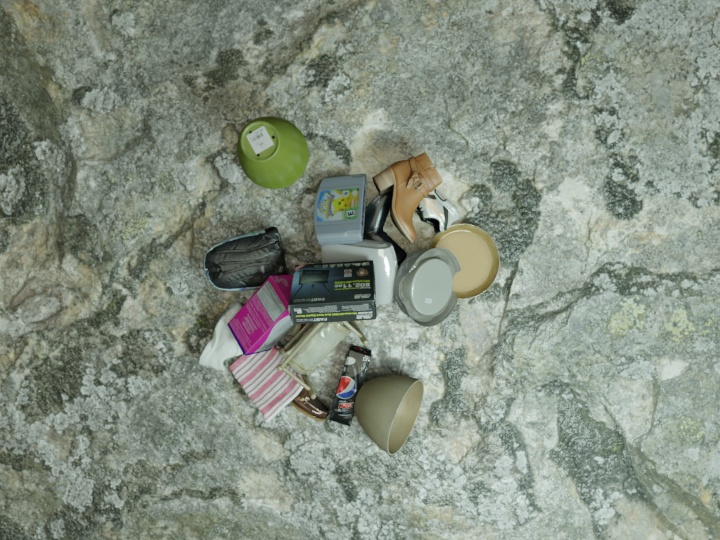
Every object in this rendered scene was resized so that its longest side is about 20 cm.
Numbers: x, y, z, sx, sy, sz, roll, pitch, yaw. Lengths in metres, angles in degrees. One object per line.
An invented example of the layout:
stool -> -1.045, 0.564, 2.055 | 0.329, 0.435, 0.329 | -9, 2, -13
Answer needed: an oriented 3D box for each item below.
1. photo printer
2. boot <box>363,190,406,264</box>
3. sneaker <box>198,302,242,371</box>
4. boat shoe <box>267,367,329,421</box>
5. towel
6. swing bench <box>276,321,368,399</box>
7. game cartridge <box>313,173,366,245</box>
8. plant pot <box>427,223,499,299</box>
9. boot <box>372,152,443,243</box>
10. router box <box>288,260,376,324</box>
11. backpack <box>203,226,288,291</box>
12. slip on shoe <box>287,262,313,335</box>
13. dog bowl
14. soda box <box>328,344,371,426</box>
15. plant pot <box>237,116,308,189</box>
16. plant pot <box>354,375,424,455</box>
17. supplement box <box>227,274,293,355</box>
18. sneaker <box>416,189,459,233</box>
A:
photo printer -> 0.000, 0.000, 1.358 | 0.199, 0.069, 0.168 | 8, 114, 22
boot -> 0.065, -0.097, 1.393 | 0.168, 0.076, 0.200 | 44, 100, 1
sneaker -> -0.351, 0.181, 1.426 | 0.099, 0.078, 0.201 | 28, 103, -8
boat shoe -> -0.164, 0.329, 1.428 | 0.199, 0.070, 0.071 | 32, 99, -1
towel -> -0.250, 0.280, 1.402 | 0.146, 0.030, 0.200 | -46, 61, 3
swing bench -> -0.101, 0.184, 1.350 | 0.130, 0.200, 0.199 | 42, 93, -12
game cartridge -> -0.054, -0.159, 1.355 | 0.132, 0.041, 0.201 | -6, 60, 16
plant pot -> 0.272, -0.024, 1.424 | 0.198, 0.027, 0.202 | 0, 95, 0
boot -> 0.138, -0.184, 1.320 | 0.154, 0.074, 0.201 | -26, 94, -3
router box -> -0.063, 0.049, 1.237 | 0.198, 0.150, 0.062 | -4, 129, 2
backpack -> -0.306, -0.018, 1.379 | 0.199, 0.154, 0.164 | -17, 101, -23
slip on shoe -> -0.151, 0.076, 1.418 | 0.074, 0.061, 0.202 | 19, 96, 38
dog bowl -> 0.169, 0.038, 1.342 | 0.199, 0.059, 0.202 | -9, 105, -34
soda box -> -0.027, 0.308, 1.426 | 0.063, 0.071, 0.202 | 16, 94, 0
plant pot -> -0.233, -0.305, 1.321 | 0.185, 0.200, 0.189 | 0, 94, 1
plant pot -> 0.063, 0.356, 1.385 | 0.134, 0.200, 0.202 | 20, 94, 26
supplement box -> -0.227, 0.111, 1.338 | 0.200, 0.101, 0.104 | -44, 70, 25
sneaker -> 0.166, -0.180, 1.382 | 0.200, 0.074, 0.080 | 41, 75, -1
